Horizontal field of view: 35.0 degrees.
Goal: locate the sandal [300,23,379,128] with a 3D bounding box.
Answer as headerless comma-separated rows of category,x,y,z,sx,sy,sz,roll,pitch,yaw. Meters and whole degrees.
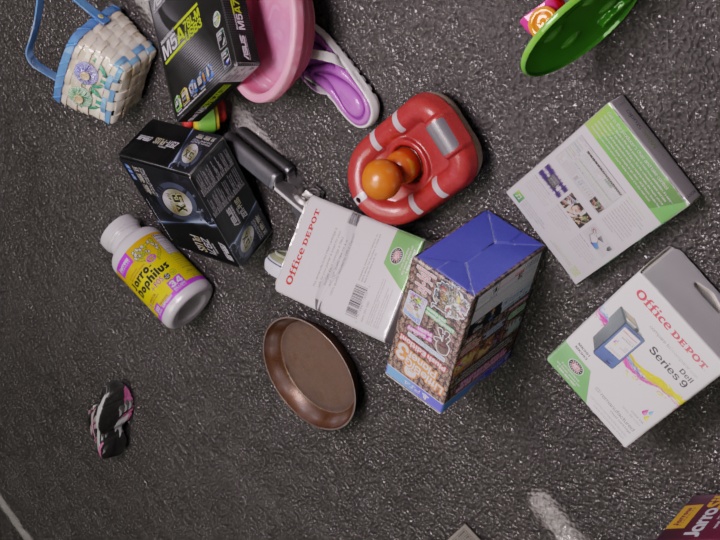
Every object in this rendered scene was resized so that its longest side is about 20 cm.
sandal,-0.054,-0.268,1.521,0.203,0.050,0.083,43,136,17

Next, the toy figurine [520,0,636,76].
toy figurine,0.199,-0.338,1.188,0.200,0.150,0.185,-41,73,27

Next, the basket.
basket,-0.430,-0.342,1.777,0.200,0.139,0.177,37,137,8

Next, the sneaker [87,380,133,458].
sneaker,-0.522,0.292,2.314,0.086,0.080,0.201,45,133,30

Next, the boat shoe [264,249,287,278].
boat shoe,-0.055,-0.007,1.684,0.199,0.072,0.063,14,104,31

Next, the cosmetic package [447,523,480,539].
cosmetic package,0.186,0.497,1.720,0.200,0.105,0.071,47,140,15

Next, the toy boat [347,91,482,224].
toy boat,0.050,-0.129,1.443,0.131,0.130,0.200,57,139,2

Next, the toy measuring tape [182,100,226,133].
toy measuring tape,-0.239,-0.273,1.687,0.073,0.073,0.202,10,115,41

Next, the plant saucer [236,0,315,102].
plant saucer,-0.119,-0.325,1.512,0.200,0.051,0.202,15,108,55

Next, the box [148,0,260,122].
box,-0.219,-0.331,1.574,0.200,0.047,0.195,-27,76,53

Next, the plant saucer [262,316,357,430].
plant saucer,-0.074,0.159,1.819,0.199,0.034,0.202,23,129,32

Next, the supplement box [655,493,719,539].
supplement box,0.463,0.321,1.330,0.199,0.110,0.086,-17,101,48

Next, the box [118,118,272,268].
box,-0.249,-0.116,1.732,0.163,0.086,0.201,18,147,36

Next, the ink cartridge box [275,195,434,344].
ink cartridge box,0.000,0.000,1.560,0.199,0.084,0.147,24,93,33

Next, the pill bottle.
pill bottle,-0.351,-0.003,1.938,0.200,0.104,0.105,44,137,16

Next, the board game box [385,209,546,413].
board game box,0.132,0.051,1.453,0.097,0.159,0.201,34,134,26

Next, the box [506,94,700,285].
box,0.276,-0.089,1.320,0.145,0.036,0.200,54,140,5

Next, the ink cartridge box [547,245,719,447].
ink cartridge box,0.336,0.091,1.332,0.146,0.087,0.200,49,137,10

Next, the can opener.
can opener,-0.126,-0.130,1.677,0.200,0.053,0.067,40,135,22
